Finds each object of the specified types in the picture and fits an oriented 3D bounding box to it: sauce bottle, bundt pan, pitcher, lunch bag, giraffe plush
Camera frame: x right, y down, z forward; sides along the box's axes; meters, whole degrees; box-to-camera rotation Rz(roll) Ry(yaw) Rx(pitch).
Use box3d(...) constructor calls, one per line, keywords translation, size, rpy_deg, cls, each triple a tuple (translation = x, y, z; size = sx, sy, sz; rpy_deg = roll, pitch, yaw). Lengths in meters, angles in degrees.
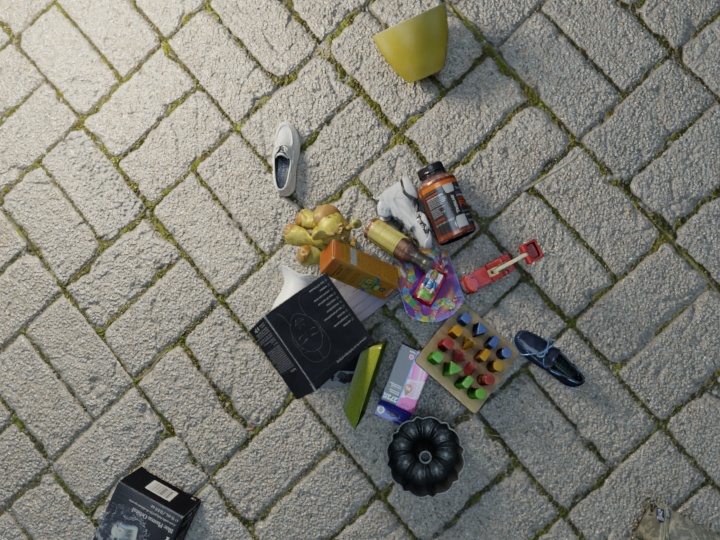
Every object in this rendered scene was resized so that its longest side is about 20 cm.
box3d(translation=(0.099, -0.062, 1.344), size=(0.199, 0.066, 0.066), rpy_deg=(36, 90, 20), cls="sauce bottle")
box3d(translation=(0.160, 0.459, 1.317), size=(0.198, 0.076, 0.206), rpy_deg=(0, 89, 2), cls="bundt pan")
box3d(translation=(-0.147, 0.102, 1.353), size=(0.168, 0.121, 0.203), rpy_deg=(7, 76, 5), cls="pitcher")
box3d(translation=(0.756, 0.669, 1.231), size=(0.198, 0.140, 0.169), rpy_deg=(28, 73, 5), cls="lunch bag")
box3d(translation=(-0.084, -0.095, 1.312), size=(0.199, 0.162, 0.173), rpy_deg=(40, 68, 3), cls="giraffe plush")

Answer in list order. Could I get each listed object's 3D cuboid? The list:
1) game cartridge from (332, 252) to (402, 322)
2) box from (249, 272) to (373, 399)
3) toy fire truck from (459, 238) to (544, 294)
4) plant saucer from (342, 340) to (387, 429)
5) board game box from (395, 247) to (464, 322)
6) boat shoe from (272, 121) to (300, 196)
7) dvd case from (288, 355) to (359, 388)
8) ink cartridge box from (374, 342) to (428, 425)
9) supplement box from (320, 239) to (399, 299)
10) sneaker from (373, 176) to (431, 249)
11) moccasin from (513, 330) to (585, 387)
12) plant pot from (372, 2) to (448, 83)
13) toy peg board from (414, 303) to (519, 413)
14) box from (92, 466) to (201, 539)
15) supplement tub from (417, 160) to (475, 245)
box3d(translation=(-0.001, 0.056, 1.347), size=(0.199, 0.038, 0.130), rpy_deg=(-36, 79, -24), cls="game cartridge")
box3d(translation=(-0.113, 0.150, 1.208), size=(0.199, 0.124, 0.198), rpy_deg=(-35, 87, -36), cls="box")
box3d(translation=(0.344, -0.004, 1.301), size=(0.198, 0.141, 0.049), rpy_deg=(-29, 84, 2), cls="toy fire truck")
box3d(translation=(0.009, 0.267, 1.285), size=(0.047, 0.200, 0.203), rpy_deg=(18, 88, 8), cls="plant saucer")
box3d(translation=(0.175, 0.029, 1.340), size=(0.156, 0.039, 0.203), rpy_deg=(-16, 72, -2), cls="board game box")
box3d(translation=(-0.207, -0.305, 1.405), size=(0.071, 0.069, 0.204), rpy_deg=(7, 87, 5), cls="boat shoe")
box3d(translation=(-0.084, 0.220, 1.322), size=(0.197, 0.025, 0.153), rpy_deg=(2, 94, -29), cls="dvd case")
box3d(translation=(0.114, 0.300, 1.357), size=(0.093, 0.037, 0.203), rpy_deg=(22, 90, 5), cls="ink cartridge box")
box3d(translation=(0.000, 0.000, 1.277), size=(0.198, 0.067, 0.070), rpy_deg=(21, 44, -28), cls="supplement box")
box3d(translation=(0.110, -0.136, 1.366), size=(0.113, 0.075, 0.203), rpy_deg=(-21, 80, 4), cls="sneaker")
box3d(translation=(0.480, 0.213, 1.308), size=(0.198, 0.068, 0.081), rpy_deg=(33, 76, 2), cls="moccasin")
box3d(translation=(0.147, -0.574, 1.347), size=(0.197, 0.200, 0.144), rpy_deg=(-23, 111, 3), cls="plant pot")
box3d(translation=(0.275, 0.212, 1.297), size=(0.199, 0.098, 0.200), rpy_deg=(40, 79, 5), cls="toy peg board")
box3d(translation=(-0.555, 0.660, 1.350), size=(0.194, 0.117, 0.203), rpy_deg=(25, 90, 6), cls="box")
box3d(translation=(0.214, -0.174, 1.341), size=(0.106, 0.107, 0.203), rpy_deg=(-22, 85, 3), cls="supplement tub")
